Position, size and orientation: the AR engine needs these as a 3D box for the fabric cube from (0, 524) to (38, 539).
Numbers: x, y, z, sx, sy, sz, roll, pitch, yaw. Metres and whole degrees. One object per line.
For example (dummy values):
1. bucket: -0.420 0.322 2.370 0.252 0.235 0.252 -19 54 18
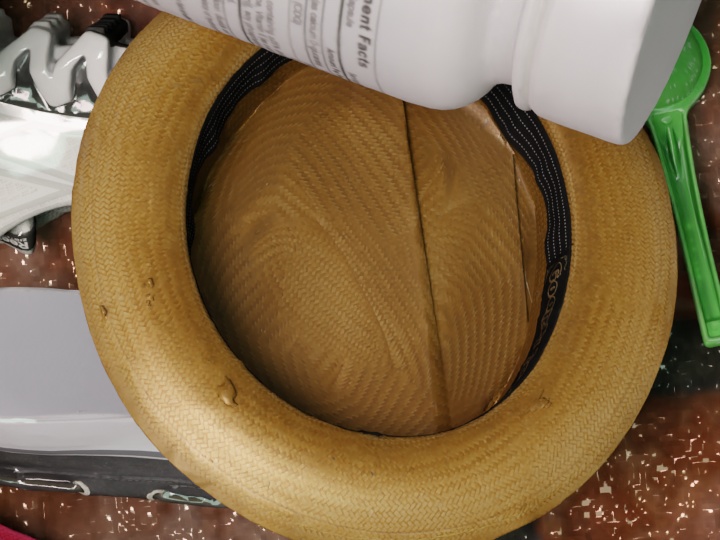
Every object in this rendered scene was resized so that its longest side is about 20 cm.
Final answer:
1. fabric cube: -0.165 0.182 0.829 0.195 0.200 0.200 26 97 -26

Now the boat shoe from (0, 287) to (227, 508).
1. boat shoe: -0.047 0.045 0.908 0.199 0.057 0.069 7 56 -6

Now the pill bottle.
1. pill bottle: 0.000 -0.114 0.801 0.199 0.113 0.114 21 96 11

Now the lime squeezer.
1. lime squeezer: 0.095 -0.080 0.878 0.037 0.071 0.201 -15 108 -16

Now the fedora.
1. fedora: 0.000 0.000 0.862 0.199 0.082 0.202 5 65 -10

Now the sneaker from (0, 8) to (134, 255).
1. sneaker: -0.137 -0.049 0.911 0.199 0.075 0.082 8 103 7
